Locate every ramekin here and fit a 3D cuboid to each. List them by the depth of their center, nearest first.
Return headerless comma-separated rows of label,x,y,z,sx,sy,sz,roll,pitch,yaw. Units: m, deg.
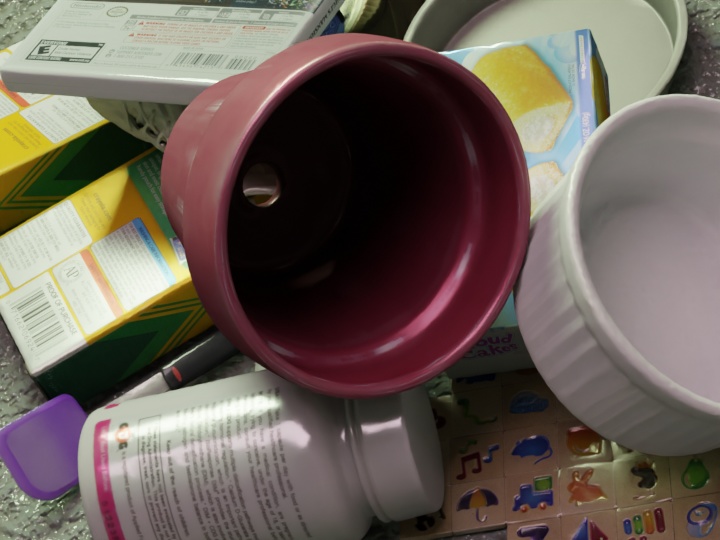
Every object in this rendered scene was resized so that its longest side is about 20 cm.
ramekin,0.184,0.009,1.404,0.199,0.098,0.201,12,62,-22

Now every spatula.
spatula,-0.139,0.079,1.570,0.199,0.057,0.021,-31,5,-13

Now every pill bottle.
pill bottle,-0.058,0.117,1.457,0.199,0.114,0.114,-13,50,12

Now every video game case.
video game case,-0.109,-0.171,1.598,0.199,0.023,0.182,6,43,28

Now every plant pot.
plant pot,-0.027,-0.043,1.419,0.200,0.200,0.179,-41,25,-13

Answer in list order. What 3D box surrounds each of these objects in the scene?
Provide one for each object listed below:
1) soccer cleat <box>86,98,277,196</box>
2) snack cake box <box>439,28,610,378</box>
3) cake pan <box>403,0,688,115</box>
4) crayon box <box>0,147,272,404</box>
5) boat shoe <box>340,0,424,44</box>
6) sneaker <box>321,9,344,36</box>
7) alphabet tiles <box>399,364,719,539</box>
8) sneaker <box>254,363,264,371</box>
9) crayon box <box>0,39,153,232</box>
soccer cleat,-0.108,-0.092,1.586,0.199,0.069,0.078,16,62,29
snack cake box,0.099,-0.042,1.521,0.114,0.067,0.201,-8,64,13
cake pan,0.125,-0.142,1.642,0.199,0.037,0.201,-11,51,13
crayon box,-0.144,-0.008,1.622,0.199,0.052,0.126,-31,49,-4
boat shoe,-0.001,-0.160,1.691,0.066,0.072,0.202,-13,58,46
sneaker,-0.068,-0.156,1.668,0.200,0.078,0.089,13,71,56
alphabet tiles,0.119,0.107,1.470,0.199,0.008,0.168,-10,51,14
sneaker,0.000,0.000,1.566,0.088,0.075,0.201,26,73,-6
crayon box,-0.261,-0.087,1.703,0.199,0.052,0.126,-28,46,-27
